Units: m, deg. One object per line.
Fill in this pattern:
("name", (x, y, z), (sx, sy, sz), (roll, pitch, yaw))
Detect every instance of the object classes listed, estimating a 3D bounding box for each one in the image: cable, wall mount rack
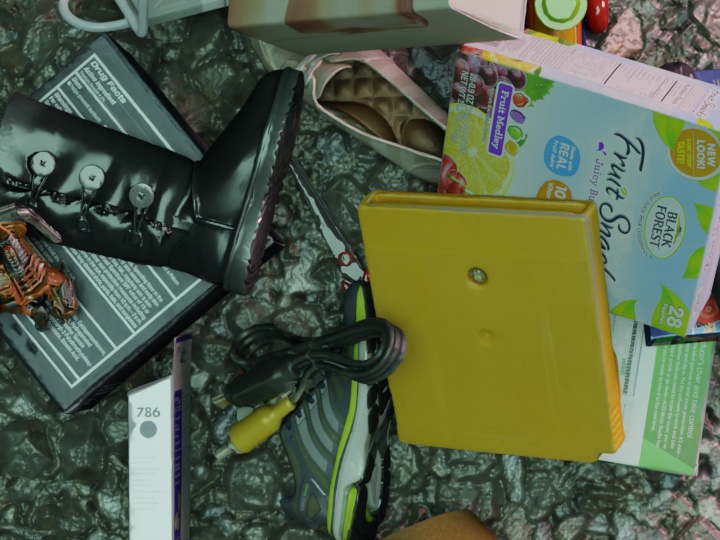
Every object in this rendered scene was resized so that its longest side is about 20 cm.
("cable", (-0.035, 0.070, 1.617), (0.200, 0.097, 0.050), (-22, 133, 35))
("wall mount rack", (-0.139, -0.255, 1.641), (0.199, 0.075, 0.174), (-17, 50, -19))

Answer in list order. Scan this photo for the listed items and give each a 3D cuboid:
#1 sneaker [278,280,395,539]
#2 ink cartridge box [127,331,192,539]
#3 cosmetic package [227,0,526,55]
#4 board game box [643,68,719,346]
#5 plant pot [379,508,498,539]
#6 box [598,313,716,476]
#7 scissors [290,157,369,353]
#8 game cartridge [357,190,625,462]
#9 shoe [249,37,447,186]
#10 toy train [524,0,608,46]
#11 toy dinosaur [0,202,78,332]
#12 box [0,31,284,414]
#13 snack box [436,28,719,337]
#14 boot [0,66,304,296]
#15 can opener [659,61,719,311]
("sneaker", (-0.020, 0.105, 1.648), (0.081, 0.074, 0.201), (10, 96, 22))
("ink cartridge box", (-0.149, 0.147, 1.645), (0.039, 0.099, 0.201), (1, 89, 3))
("cosmetic package", (0.012, -0.210, 1.513), (0.199, 0.087, 0.104), (-1, 80, 39))
("board game box", (0.269, -0.049, 1.640), (0.135, 0.034, 0.201), (-4, 79, 0))
("plant pot", (0.078, 0.283, 1.611), (0.186, 0.186, 0.201), (-22, 76, 2))
("box", (0.165, 0.069, 1.666), (0.199, 0.036, 0.145), (9, 90, 3))
("scissors", (0.000, 0.000, 1.683), (0.073, 0.014, 0.201), (-14, 89, 5))
("game cartridge", (0.095, 0.040, 1.574), (0.176, 0.032, 0.201), (4, 121, 26))
("shoe", (0.001, -0.137, 1.661), (0.200, 0.053, 0.070), (36, 91, 2))
("toy train", (0.143, -0.197, 1.624), (0.084, 0.116, 0.201), (-1, 90, 2))
("toy dinosaur", (-0.286, -0.017, 1.513), (0.136, 0.102, 0.200), (-35, 108, 19))
("box", (-0.193, -0.033, 1.633), (0.198, 0.123, 0.200), (-39, 88, 3))
("snack box", (0.158, -0.065, 1.539), (0.199, 0.068, 0.169), (17, 125, 17))
("boot", (-0.153, -0.086, 1.545), (0.199, 0.066, 0.166), (16, 88, 7))
("can opener", (0.250, -0.058, 1.601), (0.063, 0.079, 0.201), (-17, 80, -42))
